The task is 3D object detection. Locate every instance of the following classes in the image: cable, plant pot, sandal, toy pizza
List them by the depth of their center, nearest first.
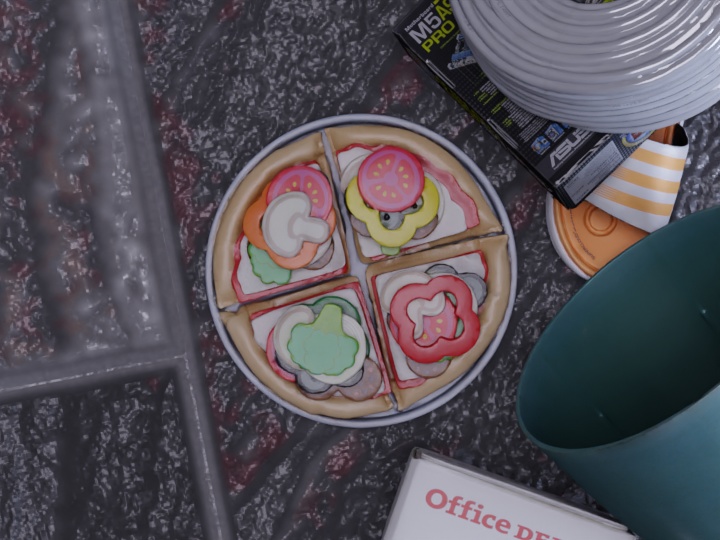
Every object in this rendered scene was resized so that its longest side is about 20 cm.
[{"bbox_3d":[0.150,-0.182,1.243,0.200,0.069,0.200,32,84,26],"label":"cable"},{"bbox_3d":[0.218,0.086,1.257,0.200,0.201,0.161,-40,113,1],"label":"plant pot"},{"bbox_3d":[0.169,-0.093,1.322,0.079,0.059,0.207,14,91,2],"label":"sandal"},{"bbox_3d":[0.000,0.000,1.342,0.200,0.032,0.201,0,90,2],"label":"toy pizza"}]

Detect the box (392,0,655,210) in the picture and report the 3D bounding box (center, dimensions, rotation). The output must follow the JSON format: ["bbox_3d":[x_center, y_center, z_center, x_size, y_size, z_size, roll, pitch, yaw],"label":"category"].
[{"bbox_3d":[0.144,-0.161,1.301,0.200,0.044,0.160,-44,63,1],"label":"box"}]

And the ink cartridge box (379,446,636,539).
[{"bbox_3d":[0.068,0.226,1.312,0.146,0.083,0.200,20,91,2],"label":"ink cartridge box"}]
